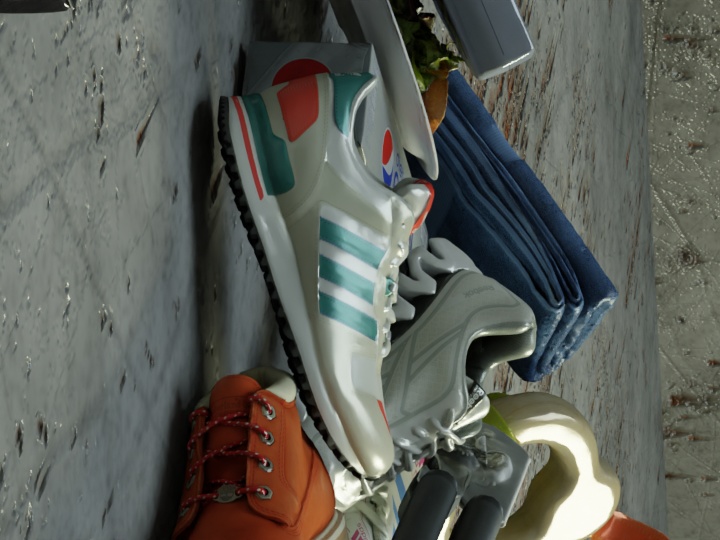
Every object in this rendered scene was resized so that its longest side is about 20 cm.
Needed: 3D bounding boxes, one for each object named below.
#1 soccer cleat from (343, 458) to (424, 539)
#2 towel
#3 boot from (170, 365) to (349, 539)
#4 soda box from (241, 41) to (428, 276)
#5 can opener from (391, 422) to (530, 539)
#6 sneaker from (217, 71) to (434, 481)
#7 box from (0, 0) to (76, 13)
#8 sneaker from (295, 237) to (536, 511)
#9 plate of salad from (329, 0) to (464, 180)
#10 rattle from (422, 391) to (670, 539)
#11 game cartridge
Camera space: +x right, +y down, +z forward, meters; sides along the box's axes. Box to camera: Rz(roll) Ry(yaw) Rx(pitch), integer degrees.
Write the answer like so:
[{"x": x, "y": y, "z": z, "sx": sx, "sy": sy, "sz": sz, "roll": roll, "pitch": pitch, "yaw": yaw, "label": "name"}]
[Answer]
[{"x": 0.000, "y": 0.122, "z": 1.530, "sx": 0.086, "sy": 0.069, "sz": 0.201, "roll": 95, "pitch": -1, "yaw": -82, "label": "soccer cleat"}, {"x": 0.062, "y": -0.034, "z": 1.623, "sx": 0.200, "sy": 0.048, "sz": 0.112, "roll": 54, "pitch": -28, "yaw": 16, "label": "towel"}, {"x": -0.059, "y": 0.107, "z": 1.278, "sx": 0.200, "sy": 0.075, "sz": 0.108, "roll": -54, "pitch": 133, "yaw": -75, "label": "boot"}, {"x": -0.013, "y": -0.041, "z": 1.478, "sx": 0.200, "sy": 0.068, "sz": 0.064, "roll": 70, "pitch": 23, "yaw": -60, "label": "soda box"}, {"x": 0.041, "y": 0.141, "z": 1.457, "sx": 0.067, "sy": 0.053, "sz": 0.200, "roll": -62, "pitch": 179, "yaw": 32, "label": "can opener"}, {"x": 0.000, "y": -0.001, "z": 1.351, "sx": 0.070, "sy": 0.093, "sz": 0.201, "roll": -140, "pitch": -149, "yaw": -82, "label": "sneaker"}, {"x": -0.122, "y": -0.215, "z": 0.966, "sx": 0.159, "sy": 0.048, "sz": 0.201, "roll": 75, "pitch": 18, "yaw": -55, "label": "box"}, {"x": 0.015, "y": 0.074, "z": 1.452, "sx": 0.200, "sy": 0.081, "sz": 0.075, "roll": -51, "pitch": 156, "yaw": -20, "label": "sneaker"}, {"x": 0.013, "y": -0.146, "z": 1.507, "sx": 0.200, "sy": 0.048, "sz": 0.201, "roll": 158, "pitch": -90, "yaw": -88, "label": "plate of salad"}, {"x": 0.082, "y": 0.115, "z": 1.663, "sx": 0.199, "sy": 0.143, "sz": 0.131, "roll": 17, "pitch": 97, "yaw": -45, "label": "rattle"}, {"x": 0.047, "y": -0.173, "z": 1.500, "sx": 0.134, "sy": 0.041, "sz": 0.200, "roll": 62, "pitch": 3, "yaw": -17, "label": "game cartridge"}]
